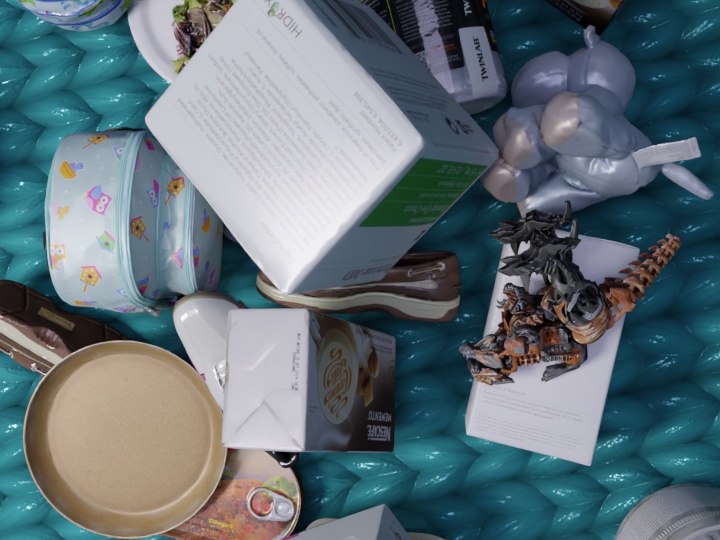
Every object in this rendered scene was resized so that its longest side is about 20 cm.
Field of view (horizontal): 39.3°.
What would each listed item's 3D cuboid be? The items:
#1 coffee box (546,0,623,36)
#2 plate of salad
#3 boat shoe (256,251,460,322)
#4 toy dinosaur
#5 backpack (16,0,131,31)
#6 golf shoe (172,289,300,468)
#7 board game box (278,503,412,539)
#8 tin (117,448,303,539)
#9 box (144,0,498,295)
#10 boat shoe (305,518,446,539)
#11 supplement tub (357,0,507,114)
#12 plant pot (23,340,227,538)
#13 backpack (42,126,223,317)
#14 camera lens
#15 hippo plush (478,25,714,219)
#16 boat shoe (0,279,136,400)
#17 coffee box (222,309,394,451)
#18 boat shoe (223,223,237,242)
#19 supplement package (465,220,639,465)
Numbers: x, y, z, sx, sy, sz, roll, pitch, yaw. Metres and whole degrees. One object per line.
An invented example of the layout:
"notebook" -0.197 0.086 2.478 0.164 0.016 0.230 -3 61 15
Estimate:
"coffee box" 0.211 -0.297 0.922 0.114 0.200 0.080 36 94 5
"plate of salad" -0.146 -0.280 1.031 0.197 0.048 0.203 0 89 4
"boat shoe" 0.000 -0.002 0.992 0.200 0.075 0.076 5 108 -5
"toy dinosaur" 0.173 0.020 0.868 0.199 0.102 0.136 -35 109 -9
"backpack" -0.286 -0.344 1.008 0.161 0.154 0.203 11 101 2
"golf shoe" -0.107 0.102 0.956 0.072 0.092 0.201 -30 123 9
"board game box" 0.008 0.327 0.943 0.146 0.064 0.201 -23 113 24
"tin" -0.154 0.220 1.032 0.198 0.042 0.113 13 95 6
"box" -0.027 -0.112 0.851 0.171 0.199 0.201 -45 76 20
"boat shoe" 0.034 0.302 1.003 0.198 0.072 0.060 15 132 -5
"supplement tub" 0.062 -0.247 0.975 0.121 0.123 0.202 -14 89 5
"plant pot" -0.229 0.164 0.992 0.197 0.027 0.203 0 100 -2
"backpack" -0.210 -0.046 0.950 0.151 0.200 0.178 3 90 13
"camera lens" 0.316 0.287 0.907 0.158 0.200 0.162 0 89 5
"hippo plush" 0.204 -0.153 0.934 0.198 0.159 0.163 -11 58 24
"boat shoe" -0.302 0.087 1.041 0.201 0.075 0.075 34 128 -2
"coffee box" -0.039 0.104 0.906 0.079 0.200 0.116 -2 79 23
"boat shoe" -0.081 -0.117 1.016 0.072 0.062 0.201 35 94 5
"supplement package" 0.178 0.065 0.961 0.118 0.121 0.203 13 91 6
